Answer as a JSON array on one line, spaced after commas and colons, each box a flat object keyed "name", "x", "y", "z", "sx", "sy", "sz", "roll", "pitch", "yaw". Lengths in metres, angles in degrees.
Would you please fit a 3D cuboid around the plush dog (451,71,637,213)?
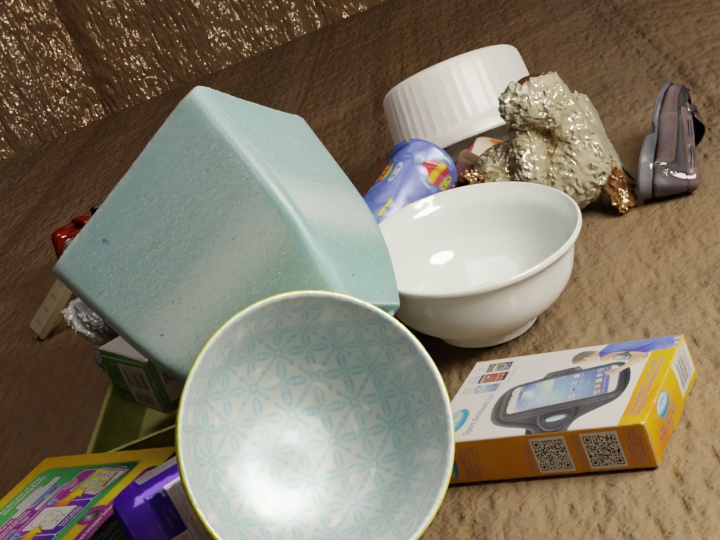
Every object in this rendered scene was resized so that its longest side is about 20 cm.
[{"name": "plush dog", "x": 0.176, "y": -0.092, "z": 1.363, "sx": 0.171, "sy": 0.161, "sz": 0.200, "roll": -32, "pitch": -13, "yaw": 18}]

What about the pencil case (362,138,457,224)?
[{"name": "pencil case", "x": 0.021, "y": -0.044, "z": 1.339, "sx": 0.086, "sy": 0.078, "sz": 0.201, "roll": 8, "pitch": 55, "yaw": 46}]

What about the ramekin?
[{"name": "ramekin", "x": 0.124, "y": -0.198, "z": 1.621, "sx": 0.199, "sy": 0.099, "sz": 0.200, "roll": -20, "pitch": -3, "yaw": -1}]

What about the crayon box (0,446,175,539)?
[{"name": "crayon box", "x": -0.252, "y": 0.227, "z": 1.077, "sx": 0.171, "sy": 0.059, "sz": 0.200, "roll": -11, "pitch": 22, "yaw": 36}]

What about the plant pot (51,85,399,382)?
[{"name": "plant pot", "x": -0.084, "y": 0.002, "z": 1.079, "sx": 0.197, "sy": 0.200, "sz": 0.195, "roll": -48, "pitch": -18, "yaw": 15}]

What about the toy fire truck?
[{"name": "toy fire truck", "x": -0.378, "y": -0.005, "z": 1.803, "sx": 0.199, "sy": 0.130, "sz": 0.176, "roll": -22, "pitch": 15, "yaw": -29}]

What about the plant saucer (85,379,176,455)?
[{"name": "plant saucer", "x": -0.150, "y": 0.121, "z": 1.259, "sx": 0.198, "sy": 0.048, "sz": 0.200, "roll": -22, "pitch": 19, "yaw": 5}]

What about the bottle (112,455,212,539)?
[{"name": "bottle", "x": -0.089, "y": 0.160, "z": 1.021, "sx": 0.199, "sy": 0.084, "sz": 0.065, "roll": -31, "pitch": 13, "yaw": -17}]

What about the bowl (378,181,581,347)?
[{"name": "bowl", "x": 0.105, "y": 0.005, "z": 1.174, "sx": 0.199, "sy": 0.091, "sz": 0.202, "roll": -12, "pitch": 27, "yaw": 6}]

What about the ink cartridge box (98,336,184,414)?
[{"name": "ink cartridge box", "x": -0.136, "y": 0.054, "z": 1.255, "sx": 0.199, "sy": 0.060, "sz": 0.103, "roll": -34, "pitch": 22, "yaw": -29}]

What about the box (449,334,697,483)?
[{"name": "box", "x": 0.136, "y": 0.104, "z": 0.975, "sx": 0.198, "sy": 0.042, "sz": 0.119, "roll": -9, "pitch": 23, "yaw": 32}]

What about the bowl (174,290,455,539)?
[{"name": "bowl", "x": -0.042, "y": 0.124, "z": 0.947, "sx": 0.199, "sy": 0.201, "sz": 0.108, "roll": -31, "pitch": -4, "yaw": -22}]

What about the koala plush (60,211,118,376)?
[{"name": "koala plush", "x": -0.230, "y": 0.020, "z": 1.383, "sx": 0.176, "sy": 0.185, "sz": 0.200, "roll": -25, "pitch": 11, "yaw": -1}]

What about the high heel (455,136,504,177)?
[{"name": "high heel", "x": 0.139, "y": -0.094, "z": 1.522, "sx": 0.067, "sy": 0.097, "sz": 0.200, "roll": 27, "pitch": 21, "yaw": 12}]

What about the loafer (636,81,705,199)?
[{"name": "loafer", "x": 0.329, "y": -0.132, "z": 1.366, "sx": 0.062, "sy": 0.072, "sz": 0.200, "roll": 6, "pitch": 35, "yaw": 19}]

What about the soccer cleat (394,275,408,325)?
[{"name": "soccer cleat", "x": 0.000, "y": 0.000, "z": 1.227, "sx": 0.198, "sy": 0.086, "sz": 0.069, "roll": 15, "pitch": 17, "yaw": -23}]
